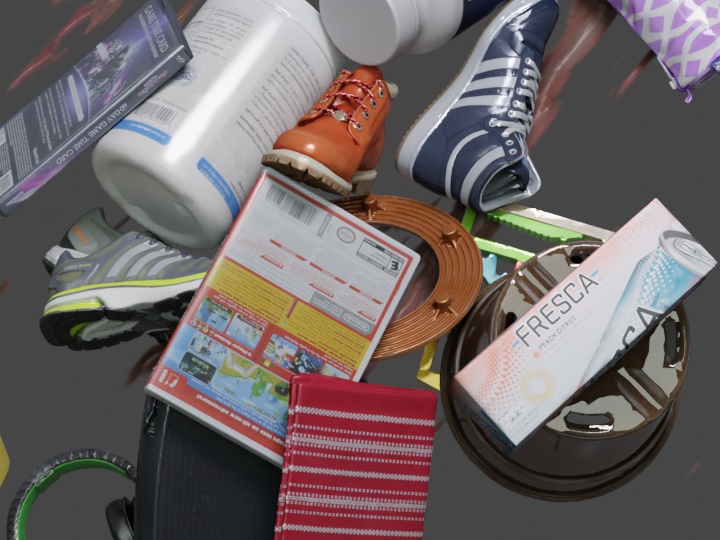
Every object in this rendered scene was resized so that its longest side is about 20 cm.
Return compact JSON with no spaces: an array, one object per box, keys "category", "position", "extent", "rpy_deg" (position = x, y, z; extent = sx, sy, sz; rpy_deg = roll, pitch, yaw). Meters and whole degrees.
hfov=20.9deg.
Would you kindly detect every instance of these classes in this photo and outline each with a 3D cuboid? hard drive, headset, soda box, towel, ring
[{"category":"hard drive","position":[-0.105,0.178,1.505],"extent":[0.134,0.042,0.201],"rpy_deg":[3,92,-15]},{"category":"headset","position":[-0.196,0.236,1.576],"extent":[0.123,0.094,0.200],"rpy_deg":[-41,65,-10]},{"category":"soda box","position":[0.157,0.042,1.393],"extent":[0.200,0.064,0.068],"rpy_deg":[-41,81,-8]},{"category":"towel","position":[-0.008,0.182,1.480],"extent":[0.144,0.022,0.201],"rpy_deg":[8,88,-38]},{"category":"ring","position":[0.000,0.000,1.590],"extent":[0.200,0.019,0.201],"rpy_deg":[-5,42,5]}]

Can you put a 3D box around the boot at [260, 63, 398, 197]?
[{"category":"boot","position":[-0.020,-0.117,1.567],"extent":[0.075,0.200,0.107],"rpy_deg":[23,100,8]}]

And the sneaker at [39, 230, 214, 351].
[{"category":"sneaker","position":[-0.157,0.003,1.545],"extent":[0.199,0.074,0.081],"rpy_deg":[-7,59,-1]}]

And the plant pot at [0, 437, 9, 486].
[{"category":"plant pot","position":[-0.364,0.149,1.538],"extent":[0.142,0.200,0.200],"rpy_deg":[40,79,-17]}]

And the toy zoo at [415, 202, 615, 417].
[{"category":"toy zoo","position":[0.127,0.045,1.636],"extent":[0.131,0.020,0.201],"rpy_deg":[17,77,3]}]

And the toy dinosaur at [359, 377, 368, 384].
[{"category":"toy dinosaur","position":[-0.045,0.105,1.592],"extent":[0.199,0.102,0.077],"rpy_deg":[0,60,-11]}]

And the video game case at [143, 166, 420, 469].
[{"category":"video game case","position":[-0.057,0.039,1.495],"extent":[0.143,0.017,0.200],"rpy_deg":[30,72,-9]}]

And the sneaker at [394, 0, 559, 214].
[{"category":"sneaker","position":[0.128,-0.137,1.637],"extent":[0.108,0.070,0.200],"rpy_deg":[35,85,33]}]

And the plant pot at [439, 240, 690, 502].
[{"category":"plant pot","position":[0.168,0.071,1.520],"extent":[0.200,0.198,0.201],"rpy_deg":[0,78,-2]}]

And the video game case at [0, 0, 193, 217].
[{"category":"video game case","position":[-0.226,-0.139,1.600],"extent":[0.200,0.143,0.019],"rpy_deg":[-39,118,6]}]

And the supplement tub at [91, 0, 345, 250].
[{"category":"supplement tub","position":[-0.116,-0.129,1.602],"extent":[0.132,0.132,0.200],"rpy_deg":[33,66,7]}]

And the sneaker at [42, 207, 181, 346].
[{"category":"sneaker","position":[-0.163,0.015,1.616],"extent":[0.200,0.074,0.079],"rpy_deg":[30,73,6]}]

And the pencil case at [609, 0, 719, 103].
[{"category":"pencil case","position":[0.248,-0.239,1.676],"extent":[0.085,0.084,0.200],"rpy_deg":[-43,79,14]}]

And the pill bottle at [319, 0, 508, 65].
[{"category":"pill bottle","position":[0.059,-0.247,1.618],"extent":[0.111,0.111,0.200],"rpy_deg":[46,51,9]}]
